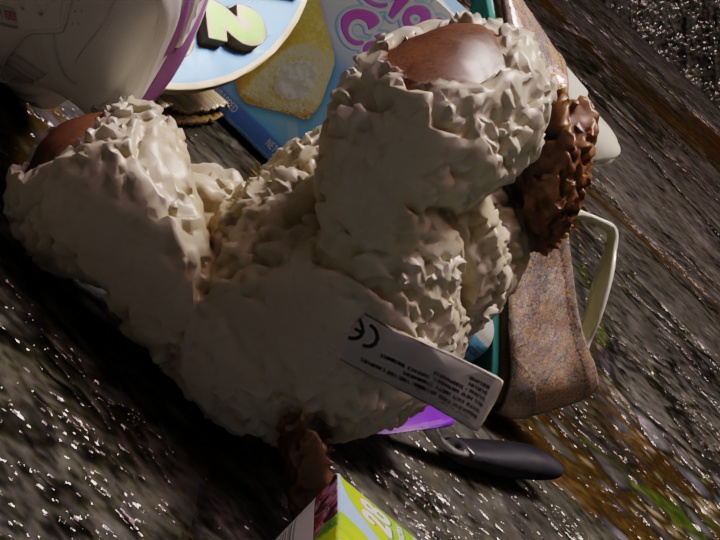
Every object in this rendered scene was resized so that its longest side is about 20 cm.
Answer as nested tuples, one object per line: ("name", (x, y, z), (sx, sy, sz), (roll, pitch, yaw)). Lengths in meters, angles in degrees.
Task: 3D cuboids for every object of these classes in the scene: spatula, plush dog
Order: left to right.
("plush dog", (0.000, 0.000, 0.949), (0.172, 0.199, 0.161), (-27, 103, -67))
("spatula", (0.034, 0.065, 1.097), (0.056, 0.021, 0.200), (30, 1, 32))

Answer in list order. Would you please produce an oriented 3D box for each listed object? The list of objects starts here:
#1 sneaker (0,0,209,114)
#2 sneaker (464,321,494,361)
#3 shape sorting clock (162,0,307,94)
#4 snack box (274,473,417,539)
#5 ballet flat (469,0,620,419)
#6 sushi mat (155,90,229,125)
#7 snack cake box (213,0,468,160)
("sneaker", (-0.121, -0.101, 0.989), (0.099, 0.075, 0.200), (29, -13, -24))
("sneaker", (0.030, 0.009, 1.156), (0.087, 0.075, 0.200), (47, 8, -17))
("shape sorting clock", (-0.099, -0.176, 1.213), (0.199, 0.039, 0.201), (17, 63, -37))
("snack box", (0.035, 0.159, 0.687), (0.168, 0.068, 0.200), (40, 12, -11))
("ballet flat", (0.083, -0.034, 1.230), (0.067, 0.201, 0.068), (0, 1, -11))
("sushi mat", (-0.144, -0.139, 1.251), (0.200, 0.012, 0.096), (44, 12, 7))
("snack cake box", (-0.004, -0.099, 1.310), (0.200, 0.115, 0.067), (44, 11, 9))
